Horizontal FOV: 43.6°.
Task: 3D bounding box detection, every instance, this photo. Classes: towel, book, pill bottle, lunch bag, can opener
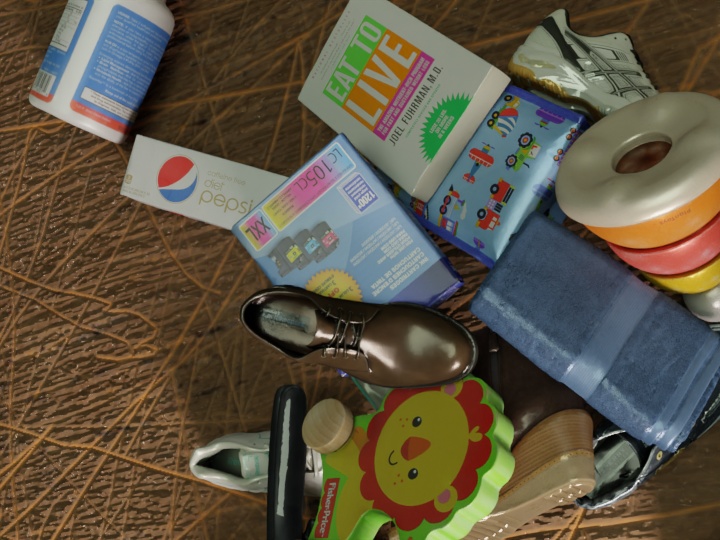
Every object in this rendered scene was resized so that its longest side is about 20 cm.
[{"bbox_3d":[0.192,0.049,0.728,0.199,0.049,0.112,37,71,10],"label":"towel"},{"bbox_3d":[0.034,-0.171,0.859,0.200,0.048,0.134,43,105,39],"label":"book"},{"bbox_3d":[-0.268,-0.250,0.973,0.112,0.112,0.201,26,93,20],"label":"pill bottle"},{"bbox_3d":[0.101,-0.105,0.845,0.199,0.094,0.151,34,99,29],"label":"lunch bag"},{"bbox_3d":[-0.065,0.204,0.815,0.063,0.078,0.202,153,116,-61],"label":"can opener"}]

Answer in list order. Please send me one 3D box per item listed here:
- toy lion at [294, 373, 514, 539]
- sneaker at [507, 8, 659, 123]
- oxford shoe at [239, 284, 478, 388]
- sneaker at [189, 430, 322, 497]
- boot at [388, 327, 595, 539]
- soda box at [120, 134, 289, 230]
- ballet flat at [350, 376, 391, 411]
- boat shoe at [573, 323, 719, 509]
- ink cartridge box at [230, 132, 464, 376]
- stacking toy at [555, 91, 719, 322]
[{"bbox_3d":[0.032,0.175,0.726,0.191,0.069,0.201,-12,52,37],"label":"toy lion"},{"bbox_3d":[0.233,-0.167,0.804,0.199,0.076,0.088,33,87,14],"label":"sneaker"},{"bbox_3d":[-0.006,0.057,0.723,0.198,0.084,0.073,8,90,13],"label":"oxford shoe"},{"bbox_3d":[-0.073,0.188,0.873,0.198,0.080,0.071,-8,80,17],"label":"sneaker"},{"bbox_3d":[0.102,0.140,0.777,0.199,0.072,0.167,-29,48,23],"label":"boot"},{"bbox_3d":[-0.147,-0.081,0.936,0.198,0.064,0.069,17,90,21],"label":"soda box"},{"bbox_3d":[0.057,0.140,0.835,0.064,0.067,0.201,-40,71,19],"label":"ballet flat"},{"bbox_3d":[0.252,0.126,0.755,0.071,0.091,0.201,43,99,18],"label":"boat shoe"},{"bbox_3d":[0.000,0.000,0.806,0.136,0.076,0.200,-40,83,7],"label":"ink cartridge box"},{"bbox_3d":[0.259,-0.029,0.736,0.145,0.201,0.147,-25,32,17],"label":"stacking toy"}]
